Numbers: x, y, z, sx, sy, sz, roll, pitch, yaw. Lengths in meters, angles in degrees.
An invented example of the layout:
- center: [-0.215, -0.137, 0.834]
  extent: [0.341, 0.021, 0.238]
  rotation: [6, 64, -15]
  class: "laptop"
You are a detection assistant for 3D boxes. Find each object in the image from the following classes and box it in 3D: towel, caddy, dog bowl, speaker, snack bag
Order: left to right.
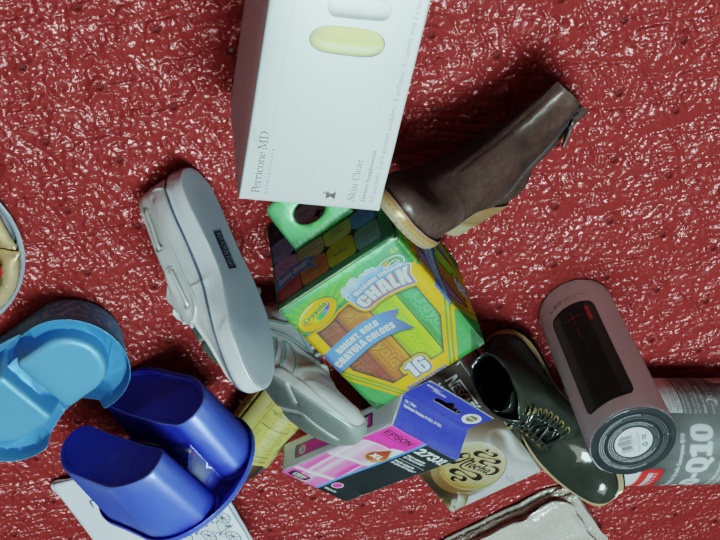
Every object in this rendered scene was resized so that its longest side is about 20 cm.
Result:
- center: [-0.305, 0.101, 1.014]
  extent: [0.199, 0.050, 0.112]
  rotation: [-33, 121, 15]
  class: "dog bowl"
- center: [-0.218, 0.278, 1.156]
  extent: [0.198, 0.022, 0.190]
  rotation: [-7, 130, 18]
  class: "snack bag"
- center: [-0.188, 0.178, 1.017]
  extent: [0.199, 0.142, 0.105]
  rotation: [5, 141, 47]
  class: "caddy"
- center: [0.195, 0.341, 1.310]
  extent: [0.199, 0.035, 0.133]
  rotation: [-30, 126, 13]
  class: "towel"
- center: [0.230, 0.096, 1.020]
  extent: [0.080, 0.201, 0.082]
  rotation: [-3, 124, -4]
  class: "speaker"

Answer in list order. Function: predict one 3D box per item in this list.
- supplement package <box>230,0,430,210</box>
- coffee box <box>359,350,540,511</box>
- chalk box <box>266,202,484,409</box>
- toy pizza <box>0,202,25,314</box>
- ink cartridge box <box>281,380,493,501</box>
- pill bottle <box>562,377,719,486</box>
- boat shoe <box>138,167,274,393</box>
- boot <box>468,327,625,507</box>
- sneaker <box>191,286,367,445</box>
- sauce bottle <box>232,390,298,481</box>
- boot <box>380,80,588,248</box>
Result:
- center: [-0.029, -0.173, 0.790]
  extent: [0.110, 0.156, 0.201]
  rotation: [4, 127, -13]
  class: "supplement package"
- center: [0.091, 0.148, 1.110]
  extent: [0.112, 0.080, 0.200]
  rotation: [-27, 128, 14]
  class: "coffee box"
- center: [0.000, 0.000, 0.950]
  extent: [0.124, 0.125, 0.200]
  rotation: [-33, 127, 15]
  class: "chalk box"
- center: [-0.394, -0.009, 0.927]
  extent: [0.198, 0.032, 0.202]
  rotation: [-5, 128, -7]
  class: "toy pizza"
- center: [0.024, 0.168, 1.035]
  extent: [0.199, 0.037, 0.094]
  rotation: [-31, 132, 34]
  class: "ink cartridge box"
- center: [0.317, 0.173, 1.151]
  extent: [0.198, 0.114, 0.115]
  rotation: [1, 128, -12]
  class: "pill bottle"
- center: [-0.134, 0.015, 0.920]
  extent: [0.065, 0.202, 0.073]
  rotation: [-25, 167, 22]
  class: "boat shoe"
- center: [0.173, 0.154, 1.032]
  extent: [0.077, 0.138, 0.200]
  rotation: [-42, 82, 16]
  class: "boot"
- center: [-0.063, 0.078, 0.966]
  extent: [0.080, 0.200, 0.071]
  rotation: [-41, 153, -27]
  class: "sneaker"
- center: [-0.111, 0.171, 1.102]
  extent: [0.066, 0.066, 0.200]
  rotation: [22, 127, -25]
  class: "sauce bottle"
- center: [0.101, -0.097, 0.883]
  extent: [0.166, 0.073, 0.200]
  rotation: [-45, 164, 18]
  class: "boot"
